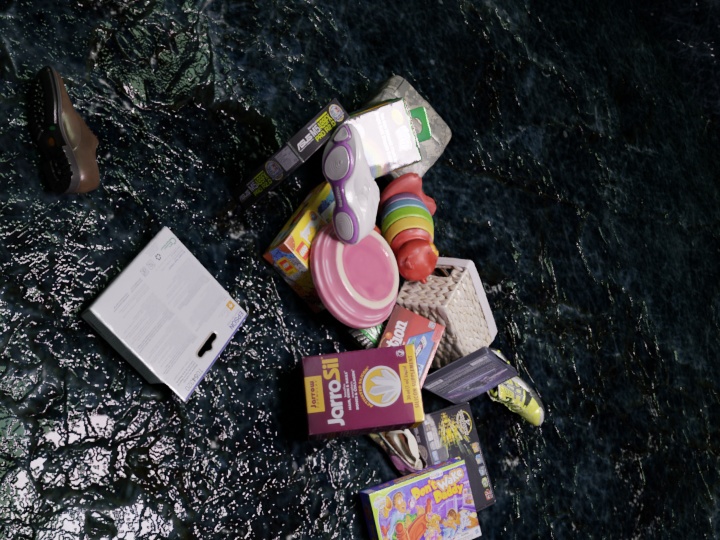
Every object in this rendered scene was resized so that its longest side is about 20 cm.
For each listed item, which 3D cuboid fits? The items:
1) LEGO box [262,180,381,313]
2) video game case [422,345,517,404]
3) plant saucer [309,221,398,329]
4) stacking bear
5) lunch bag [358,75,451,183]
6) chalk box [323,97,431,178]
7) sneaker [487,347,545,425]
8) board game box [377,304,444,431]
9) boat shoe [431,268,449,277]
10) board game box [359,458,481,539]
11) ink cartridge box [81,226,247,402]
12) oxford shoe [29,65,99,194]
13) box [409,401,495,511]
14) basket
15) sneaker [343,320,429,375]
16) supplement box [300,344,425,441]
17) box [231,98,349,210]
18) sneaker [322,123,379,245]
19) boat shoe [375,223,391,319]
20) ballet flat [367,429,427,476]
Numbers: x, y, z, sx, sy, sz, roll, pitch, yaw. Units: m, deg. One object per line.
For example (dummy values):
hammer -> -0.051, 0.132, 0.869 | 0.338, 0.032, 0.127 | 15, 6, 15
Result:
LEGO box -> -0.067, -0.049, 1.442 | 0.149, 0.077, 0.201 | 47, 48, -17
video game case -> 0.211, 0.205, 1.493 | 0.199, 0.141, 0.019 | 34, 30, -58
plant saucer -> 0.000, 0.000, 1.393 | 0.198, 0.050, 0.205 | 20, 60, -38
stacking bear -> 0.097, -0.067, 1.493 | 0.122, 0.112, 0.203 | 52, 20, -43
lunch bag -> 0.069, -0.275, 1.617 | 0.200, 0.138, 0.169 | 45, 48, -16
chalk box -> 0.036, -0.250, 1.479 | 0.196, 0.124, 0.127 | -21, 103, -11
sneaker -> 0.312, 0.262, 1.665 | 0.200, 0.075, 0.076 | 47, 55, -3
board game box -> 0.070, 0.172, 1.399 | 0.101, 0.020, 0.203 | 23, 71, 4
boat shoe -> 0.124, -0.031, 1.614 | 0.072, 0.067, 0.202 | -37, 94, -43
board game box -> 0.106, 0.428, 1.369 | 0.196, 0.045, 0.138 | -13, 87, -25
ink cartridge box -> -0.297, 0.069, 1.212 | 0.201, 0.043, 0.198 | 50, 46, -17
oxford shoe -> -0.447, -0.211, 1.186 | 0.084, 0.072, 0.205 | -6, 79, -58
box -> 0.175, 0.369, 1.501 | 0.159, 0.049, 0.205 | -4, 76, -45
basket -> 0.166, 0.090, 1.516 | 0.124, 0.133, 0.202 | -56, 134, -35
sneaker -> 0.065, 0.148, 1.460 | 0.200, 0.078, 0.086 | 44, 74, -19
supplement box -> 0.001, 0.206, 1.317 | 0.195, 0.103, 0.134 | -6, 73, -6
box -> -0.125, -0.202, 1.370 | 0.044, 0.199, 0.161 | 47, 49, -11
sneaker -> -0.012, -0.152, 1.342 | 0.099, 0.073, 0.205 | -27, 118, -52
boat shoe -> 0.047, -0.004, 1.540 | 0.066, 0.057, 0.205 | 9, 67, -39
ballet flat -> 0.055, 0.292, 1.413 | 0.201, 0.071, 0.069 | 52, 42, -12
